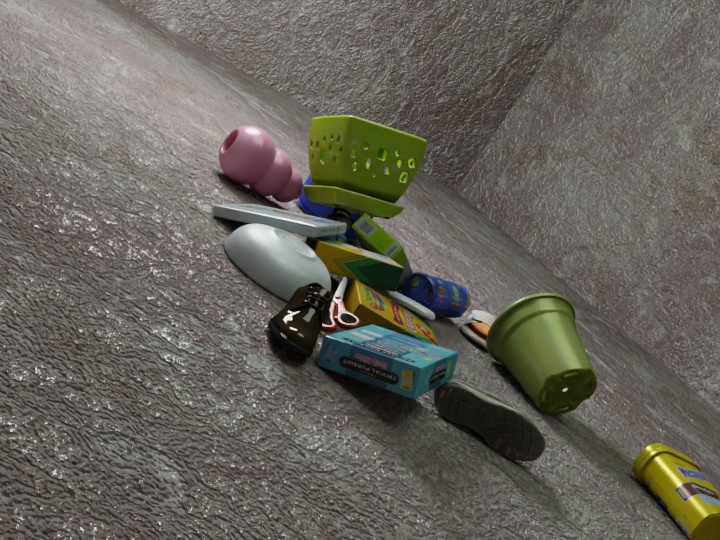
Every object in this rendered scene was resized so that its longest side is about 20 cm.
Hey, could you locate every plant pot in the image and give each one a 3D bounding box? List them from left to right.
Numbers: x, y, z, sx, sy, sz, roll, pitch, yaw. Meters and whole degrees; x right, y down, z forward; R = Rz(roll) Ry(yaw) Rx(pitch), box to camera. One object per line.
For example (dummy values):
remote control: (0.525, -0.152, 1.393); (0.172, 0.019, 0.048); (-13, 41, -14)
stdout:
plant pot: (-0.002, -0.215, 1.901); (0.198, 0.183, 0.200); (14, 0, -28)
plant pot: (0.380, 0.181, 1.807); (0.199, 0.201, 0.185); (25, 27, -35)

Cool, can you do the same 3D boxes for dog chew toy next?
dog chew toy: (-0.203, -0.216, 1.906); (0.200, 0.125, 0.125); (36, 10, -29)

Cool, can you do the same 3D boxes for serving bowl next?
serving bowl: (-0.126, -0.020, 1.492); (0.199, 0.066, 0.200); (32, 12, -8)

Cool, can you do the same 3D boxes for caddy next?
caddy: (-0.054, -0.153, 2.076); (0.200, 0.105, 0.141); (39, 35, 11)

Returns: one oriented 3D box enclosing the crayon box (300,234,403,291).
crayon box: (-0.032, -0.021, 1.654); (0.198, 0.052, 0.126); (18, 5, -13)

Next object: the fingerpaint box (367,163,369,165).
fingerpaint box: (-0.018, -0.311, 2.792); (0.200, 0.074, 0.167); (39, 13, 20)

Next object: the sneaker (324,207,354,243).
sneaker: (-0.054, -0.090, 1.840); (0.070, 0.083, 0.200); (25, 5, -6)

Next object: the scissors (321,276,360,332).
scissors: (-0.045, 0.050, 1.468); (0.072, 0.014, 0.200); (0, 26, -8)

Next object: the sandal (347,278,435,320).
sandal: (0.055, 0.063, 1.686); (0.202, 0.050, 0.082); (26, 4, 35)

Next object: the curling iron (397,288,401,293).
curling iron: (0.000, 0.000, 1.820); (0.199, 0.026, 0.050); (33, 11, -4)

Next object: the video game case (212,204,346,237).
video game case: (-0.144, -0.093, 1.639); (0.198, 0.024, 0.182); (12, 7, 15)

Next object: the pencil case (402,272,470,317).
pencil case: (0.163, 0.057, 1.902); (0.199, 0.078, 0.088); (14, 54, -58)

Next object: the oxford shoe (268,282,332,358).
oxford shoe: (-0.081, 0.061, 1.276); (0.072, 0.085, 0.200); (33, 14, -10)

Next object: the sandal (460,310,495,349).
sandal: (0.272, 0.117, 2.000); (0.079, 0.059, 0.207); (34, 13, 2)

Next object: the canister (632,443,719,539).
canister: (0.624, 0.432, 1.687); (0.148, 0.087, 0.200); (27, 16, -27)

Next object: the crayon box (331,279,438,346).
crayon box: (0.038, 0.087, 1.549); (0.199, 0.051, 0.127); (31, 14, -14)

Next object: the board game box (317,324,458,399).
board game box: (0.045, 0.130, 1.317); (0.150, 0.047, 0.200); (17, 7, 20)

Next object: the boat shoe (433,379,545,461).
boat shoe: (0.205, 0.226, 1.411); (0.199, 0.075, 0.073); (34, 13, -7)

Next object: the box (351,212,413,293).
box: (0.055, -0.025, 1.873); (0.122, 0.048, 0.200); (43, -10, 28)
